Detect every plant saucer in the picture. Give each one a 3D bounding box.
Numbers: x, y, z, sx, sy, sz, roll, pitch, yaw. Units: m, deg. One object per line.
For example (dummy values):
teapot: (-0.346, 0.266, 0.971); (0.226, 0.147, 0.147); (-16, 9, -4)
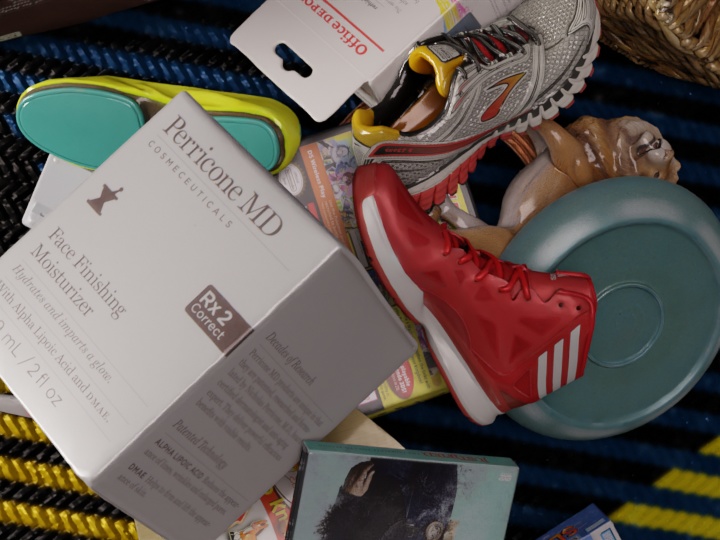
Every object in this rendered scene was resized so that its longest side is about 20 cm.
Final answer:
plant saucer: (0.175, 0.033, 1.230); (0.200, 0.027, 0.201); (-9, 117, -17)

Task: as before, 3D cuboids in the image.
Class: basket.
basket: (0.248, -0.238, 1.274); (0.143, 0.149, 0.200); (32, 85, -37)

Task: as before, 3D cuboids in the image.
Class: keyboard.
keyboard: (-0.138, -0.015, 1.230); (0.200, 0.011, 0.056); (26, 93, 9)

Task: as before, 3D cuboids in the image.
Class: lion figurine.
lion figurine: (0.121, -0.045, 1.229); (0.200, 0.072, 0.123); (-43, 107, -6)

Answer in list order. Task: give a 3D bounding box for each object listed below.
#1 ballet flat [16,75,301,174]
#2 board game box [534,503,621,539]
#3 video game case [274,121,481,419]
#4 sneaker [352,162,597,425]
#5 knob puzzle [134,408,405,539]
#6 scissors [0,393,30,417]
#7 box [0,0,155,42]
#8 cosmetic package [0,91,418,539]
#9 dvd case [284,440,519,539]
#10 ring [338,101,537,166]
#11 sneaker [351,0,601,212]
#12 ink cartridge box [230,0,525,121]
ballet flat: (-0.134, -0.101, 1.227); (0.199, 0.067, 0.067); (7, 117, 14)
board game box: (0.152, 0.279, 1.236); (0.135, 0.034, 0.200); (-32, 109, -5)
video game case: (0.000, 0.000, 1.244); (0.180, 0.026, 0.201); (-18, 89, -5)
sneaker: (0.082, -0.002, 1.144); (0.115, 0.078, 0.200); (-23, 119, 16)
knob puzzle: (-0.047, 0.169, 1.196); (0.219, 0.030, 0.220); (-1, 81, 5)
scissors: (-0.212, 0.104, 1.240); (0.199, 0.014, 0.073); (-1, 132, 11)
box: (-0.221, -0.270, 1.178); (0.165, 0.164, 0.201); (-17, 90, -6)
cosmetic package: (-0.105, 0.036, 1.105); (0.200, 0.165, 0.165); (-44, 61, -3)
dvd case: (0.015, 0.210, 1.149); (0.146, 0.022, 0.201); (7, 105, -18)
ring: (0.062, -0.040, 1.273); (0.200, 0.019, 0.201); (0, 88, -4)
sneaker: (0.078, -0.124, 1.168); (0.200, 0.078, 0.082); (-43, 137, -11)
ink cartridge box: (0.023, -0.180, 1.225); (0.200, 0.067, 0.117); (-42, 58, -5)
